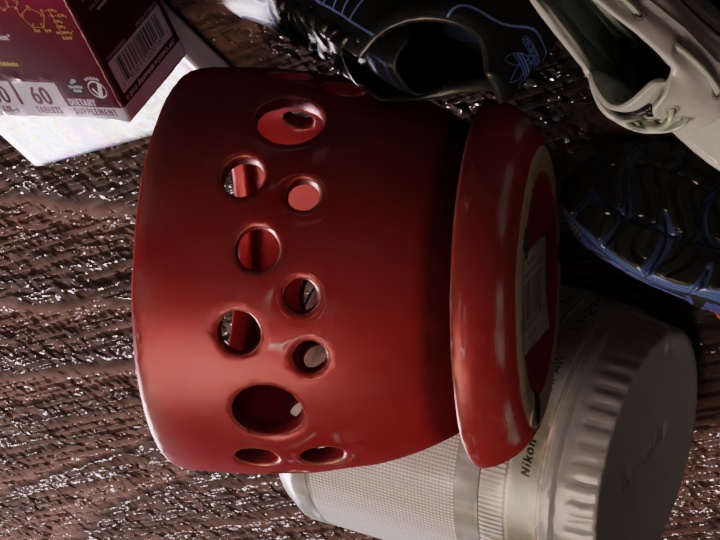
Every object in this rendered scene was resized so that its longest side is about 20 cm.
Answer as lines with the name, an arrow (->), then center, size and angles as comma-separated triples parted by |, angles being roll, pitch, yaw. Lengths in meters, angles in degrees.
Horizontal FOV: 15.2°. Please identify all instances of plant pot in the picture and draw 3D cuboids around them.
plant pot -> 0.000, 0.000, 1.320 | 0.182, 0.201, 0.201 | 0, 144, 13

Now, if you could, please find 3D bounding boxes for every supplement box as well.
supplement box -> -0.180, -0.169, 1.353 | 0.109, 0.061, 0.200 | 4, 134, 37

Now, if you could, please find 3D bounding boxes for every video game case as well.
video game case -> -0.169, -0.122, 1.493 | 0.143, 0.018, 0.200 | 43, 148, -27

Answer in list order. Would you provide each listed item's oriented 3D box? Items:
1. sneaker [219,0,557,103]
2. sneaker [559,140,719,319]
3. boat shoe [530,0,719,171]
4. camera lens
sneaker -> 0.002, -0.122, 1.280 | 0.200, 0.078, 0.070 | 6, 144, 35
sneaker -> 0.189, 0.004, 1.332 | 0.200, 0.075, 0.078 | 26, 155, 8
boat shoe -> 0.128, -0.094, 1.227 | 0.074, 0.067, 0.200 | -9, 135, 48
camera lens -> 0.064, 0.078, 1.467 | 0.200, 0.160, 0.160 | 14, 149, 24
